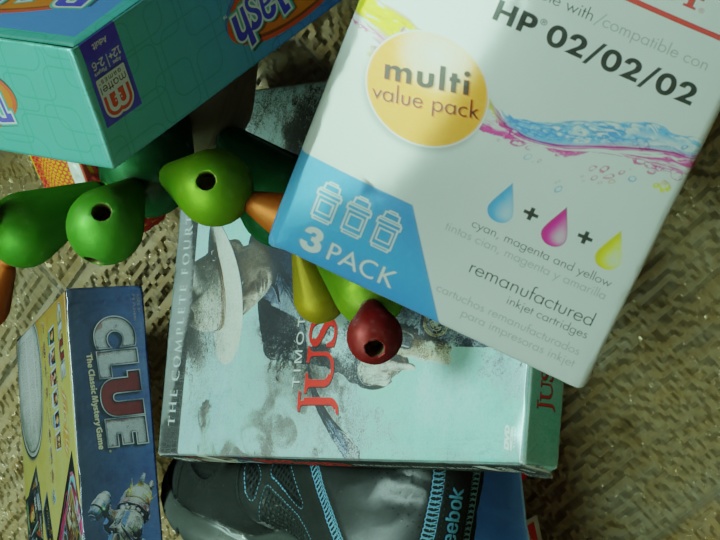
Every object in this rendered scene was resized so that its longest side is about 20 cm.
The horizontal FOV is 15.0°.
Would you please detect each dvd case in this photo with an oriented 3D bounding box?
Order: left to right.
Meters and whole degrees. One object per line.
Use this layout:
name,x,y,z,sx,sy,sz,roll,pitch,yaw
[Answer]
dvd case,0.000,0.000,1.002,0.200,0.022,0.146,-2,81,49

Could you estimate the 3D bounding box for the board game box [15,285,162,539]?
board game box,-0.114,0.117,1.165,0.135,0.035,0.200,147,119,-71

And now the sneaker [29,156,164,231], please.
sneaker,-0.125,-0.103,1.075,0.077,0.073,0.200,28,136,43

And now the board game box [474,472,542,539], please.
board game box,0.022,0.066,1.096,0.158,0.039,0.200,24,134,40

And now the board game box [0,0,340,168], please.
board game box,-0.072,-0.108,0.903,0.152,0.200,0.045,11,129,42

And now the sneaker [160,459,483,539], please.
sneaker,-0.011,0.088,1.071,0.200,0.073,0.082,19,95,56

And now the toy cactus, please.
toy cactus,-0.068,-0.037,0.980,0.200,0.165,0.102,17,122,3

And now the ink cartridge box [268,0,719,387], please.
ink cartridge box,0.059,-0.076,0.842,0.115,0.068,0.200,24,124,3
